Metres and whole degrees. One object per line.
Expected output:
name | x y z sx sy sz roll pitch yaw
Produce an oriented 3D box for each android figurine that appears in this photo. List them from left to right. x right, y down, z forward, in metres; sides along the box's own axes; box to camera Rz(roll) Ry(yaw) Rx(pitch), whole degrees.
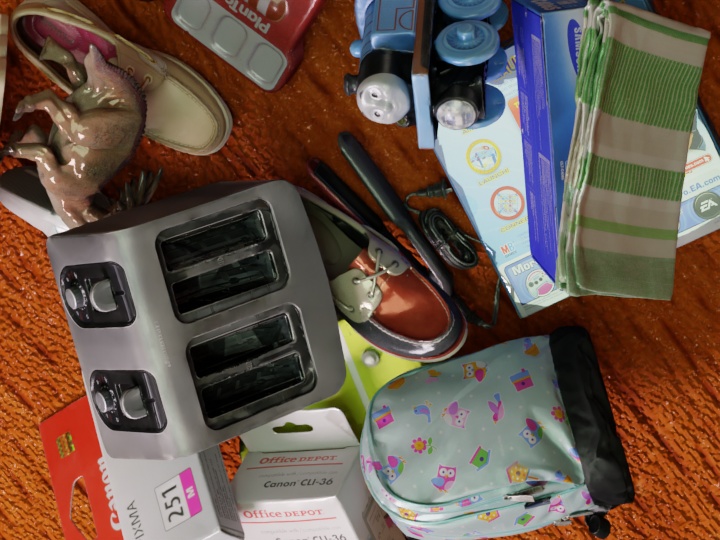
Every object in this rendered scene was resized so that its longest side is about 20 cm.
android figurine | -0.021 0.102 1.453 0.198 0.041 0.183 -16 104 18

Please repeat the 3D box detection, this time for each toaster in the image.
toaster | -0.117 0.034 1.323 0.118 0.199 0.183 0 106 57

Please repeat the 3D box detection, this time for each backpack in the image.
backpack | 0.099 0.131 1.352 0.198 0.168 0.127 -16 149 6

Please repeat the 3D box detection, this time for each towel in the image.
towel | 0.194 -0.081 1.226 0.023 0.152 0.202 9 94 40

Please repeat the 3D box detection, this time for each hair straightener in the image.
hair straightener | 0.048 -0.035 1.391 0.077 0.041 0.200 -41 94 21

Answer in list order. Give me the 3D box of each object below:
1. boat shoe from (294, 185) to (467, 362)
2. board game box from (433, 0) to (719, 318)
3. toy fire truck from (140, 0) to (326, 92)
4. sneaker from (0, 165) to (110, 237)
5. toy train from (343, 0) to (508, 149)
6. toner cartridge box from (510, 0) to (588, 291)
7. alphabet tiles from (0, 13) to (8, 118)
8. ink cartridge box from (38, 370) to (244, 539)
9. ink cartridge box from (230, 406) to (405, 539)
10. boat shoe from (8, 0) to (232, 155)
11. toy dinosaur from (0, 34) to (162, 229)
boat shoe | 0.000 0.000 1.358 0.071 0.063 0.200 -44 60 -14
board game box | 0.169 -0.094 1.340 0.199 0.056 0.197 -25 101 18
toy fire truck | -0.110 -0.247 1.329 0.199 0.112 0.168 35 130 0
sneaker | -0.218 -0.019 1.439 0.199 0.071 0.081 27 124 4
toy train | 0.049 -0.174 1.269 0.113 0.201 0.087 -2 136 9
toner cartridge box | 0.146 -0.096 1.260 0.043 0.095 0.202 -8 108 -7
alphabet tiles | -0.293 -0.090 1.361 0.014 0.201 0.197 6 120 -13
ink cartridge box | -0.197 0.169 1.449 0.173 0.043 0.201 -31 60 19
ink cartridge box | -0.037 0.212 1.440 0.116 0.068 0.201 -8 121 28
boat shoe | -0.197 -0.151 1.390 0.199 0.069 0.074 31 111 0
toy dinosaur | -0.202 -0.097 1.340 0.135 0.086 0.201 22 125 -10
